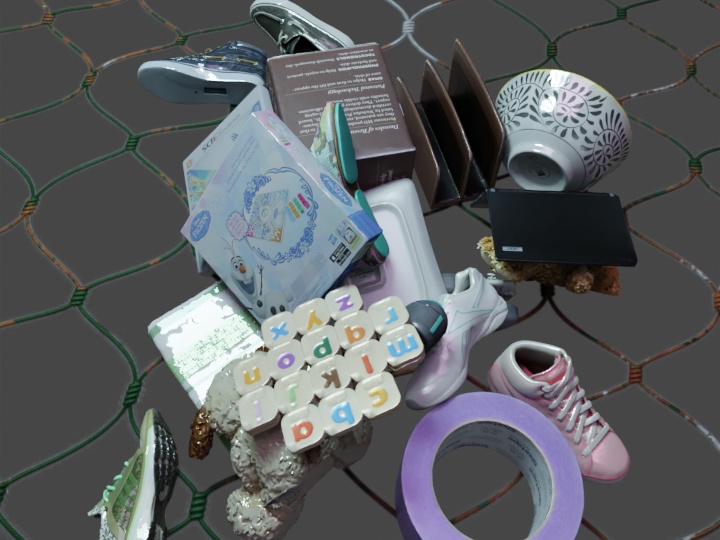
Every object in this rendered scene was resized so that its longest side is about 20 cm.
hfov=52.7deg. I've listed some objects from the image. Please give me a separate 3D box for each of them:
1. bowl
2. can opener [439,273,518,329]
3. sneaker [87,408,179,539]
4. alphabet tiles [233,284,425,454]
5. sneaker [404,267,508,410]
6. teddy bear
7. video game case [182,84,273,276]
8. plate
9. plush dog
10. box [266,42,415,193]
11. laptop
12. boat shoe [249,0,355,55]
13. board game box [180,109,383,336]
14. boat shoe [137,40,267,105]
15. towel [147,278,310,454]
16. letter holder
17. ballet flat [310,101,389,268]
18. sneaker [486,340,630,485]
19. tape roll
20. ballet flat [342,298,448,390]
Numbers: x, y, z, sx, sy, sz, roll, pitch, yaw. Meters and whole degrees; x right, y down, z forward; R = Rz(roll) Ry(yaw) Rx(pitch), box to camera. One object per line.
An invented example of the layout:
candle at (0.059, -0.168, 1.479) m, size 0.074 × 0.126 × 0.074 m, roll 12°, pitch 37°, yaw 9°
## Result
bowl at (0.261, -0.165, 1.000) m, size 0.199 × 0.202 × 0.095 m, roll 25°, pitch 63°, yaw 13°
can opener at (0.111, 0.035, 0.951) m, size 0.197 × 0.053 × 0.067 m, roll 3°, pitch 58°, yaw 0°
sneaker at (-0.256, 0.247, 0.795) m, size 0.087 × 0.077 × 0.202 m, roll -4°, pitch 56°, yaw 5°
alphabet tiles at (-0.035, 0.096, 0.754) m, size 0.198 × 0.015 × 0.196 m, roll -23°, pitch 38°, yaw -2°
sneaker at (0.100, 0.078, 0.863) m, size 0.081 × 0.070 × 0.201 m, roll 53°, pitch 53°, yaw -21°
teddy bear at (0.251, -0.015, 0.954) m, size 0.197 × 0.145 × 0.068 m, roll 11°, pitch 102°, yaw 3°
video game case at (-0.172, -0.122, 0.984) m, size 0.022 × 0.182 × 0.202 m, roll 19°, pitch 44°, yaw -45°
plate at (0.000, 0.000, 0.919) m, size 0.197 × 0.032 × 0.203 m, roll -17°, pitch 82°, yaw 2°
plush dog at (-0.101, 0.166, 0.801) m, size 0.171 × 0.161 × 0.200 m, roll 37°, pitch 64°, yaw 26°
box at (-0.032, -0.177, 1.010) m, size 0.162 × 0.167 × 0.202 m, roll -10°, pitch 59°, yaw -9°
laptop at (0.246, -0.052, 0.965) m, size 0.174 × 0.200 × 0.105 m, roll 3°, pitch 86°, yaw -1°
boat shoe at (-0.105, -0.385, 1.194) m, size 0.198 × 0.071 × 0.064 m, roll 28°, pitch 59°, yaw 12°
board game box at (-0.101, -0.047, 0.866) m, size 0.199 × 0.200 × 0.043 m, roll 47°, pitch 33°, yaw 9°
boat shoe at (-0.245, -0.316, 1.150) m, size 0.197 × 0.071 × 0.092 m, roll 6°, pitch 56°, yaw -7°
towel at (-0.157, 0.110, 0.912) m, size 0.148 × 0.031 × 0.200 m, roll -33°, pitch 67°, yaw -19°
letter holder at (0.125, -0.219, 1.058) m, size 0.099 × 0.143 × 0.202 m, roll -12°, pitch 59°, yaw -10°
ballet flat at (-0.027, -0.095, 0.868) m, size 0.070 × 0.203 × 0.069 m, roll -15°, pitch 11°, yaw 19°
sneaker at (0.237, 0.161, 0.850) m, size 0.075 × 0.105 × 0.200 m, roll -38°, pitch 68°, yaw -26°
tape roll at (0.138, 0.244, 0.804) m, size 0.197 × 0.085 × 0.203 m, roll 1°, pitch 59°, yaw -2°
ballet flat at (0.016, 0.099, 0.832) m, size 0.073 × 0.199 × 0.074 m, roll 30°, pitch 42°, yaw -32°
